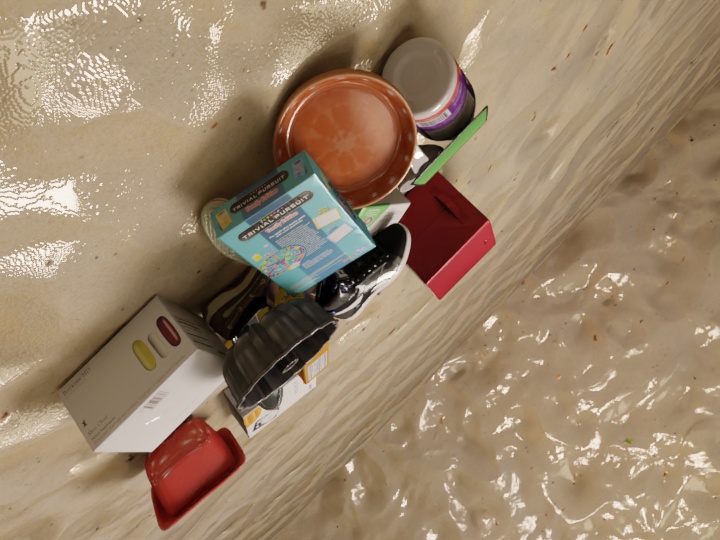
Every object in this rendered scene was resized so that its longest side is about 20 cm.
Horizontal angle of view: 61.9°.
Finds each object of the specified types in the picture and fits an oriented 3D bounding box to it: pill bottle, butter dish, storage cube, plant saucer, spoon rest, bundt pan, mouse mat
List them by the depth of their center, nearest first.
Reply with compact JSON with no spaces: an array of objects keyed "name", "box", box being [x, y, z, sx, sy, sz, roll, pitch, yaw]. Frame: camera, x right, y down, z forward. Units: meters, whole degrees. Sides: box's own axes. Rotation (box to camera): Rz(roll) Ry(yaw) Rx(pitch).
[{"name":"plant saucer","box":[-0.021,-0.175,0.817,0.196,0.033,0.203,-6,129,-7]},{"name":"bundt pan","box":[-0.129,0.117,0.912,0.201,0.076,0.202,-41,169,-10]},{"name":"pill bottle","box":[0.114,-0.263,0.914,0.112,0.111,0.199,-49,162,13]},{"name":"spoon rest","box":[0.086,-0.171,0.942,0.099,0.061,0.200,-43,164,9]},{"name":"mouse mat","box":[0.148,-0.196,0.975,0.161,0.008,0.200,-45,178,14]},{"name":"butter dish","box":[-0.351,0.364,1.182,0.199,0.149,0.199,-36,-159,-17]},{"name":"storage cube","box":[0.163,-0.070,1.275,0.180,0.171,0.200,-44,159,2]}]

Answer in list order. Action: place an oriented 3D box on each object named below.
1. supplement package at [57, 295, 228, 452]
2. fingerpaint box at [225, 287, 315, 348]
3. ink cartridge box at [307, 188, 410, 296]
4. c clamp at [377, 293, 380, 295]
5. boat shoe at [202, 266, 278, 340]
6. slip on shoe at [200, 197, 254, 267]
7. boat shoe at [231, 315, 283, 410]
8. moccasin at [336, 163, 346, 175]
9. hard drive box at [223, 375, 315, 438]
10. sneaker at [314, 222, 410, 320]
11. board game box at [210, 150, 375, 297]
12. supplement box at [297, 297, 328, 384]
[{"name":"supplement package","box":[-0.313,0.162,0.907,0.200,0.111,0.156,-45,160,-3]},{"name":"fingerpaint box","box":[-0.153,0.118,1.174,0.200,0.073,0.167,-46,160,2]},{"name":"ink cartridge box","box":[-0.023,-0.064,1.062,0.145,0.084,0.201,-14,144,-53]},{"name":"c clamp","box":[-0.014,0.054,1.156,0.198,0.027,0.172,-31,159,-27]},{"name":"boat shoe","box":[-0.163,0.036,0.997,0.202,0.075,0.075,-44,159,-11]},{"name":"slip on shoe","box":[-0.162,-0.052,0.874,0.073,0.062,0.200,-34,148,13]},{"name":"boat shoe","box":[-0.185,0.164,1.056,0.071,0.204,0.062,-17,-165,-6]},{"name":"moccasin","box":[0.008,-0.175,0.942,0.200,0.073,0.079,-3,121,-55]},{"name":"hard drive box","box":[-0.199,0.267,1.357,0.199,0.077,0.157,-37,158,-21]},{"name":"sneaker","box":[0.000,0.000,1.008,0.201,0.073,0.111,-54,149,12]},{"name":"board game box","box":[-0.085,-0.055,0.825,0.149,0.047,0.200,-31,146,9]},{"name":"supplement box","box":[-0.101,0.135,1.107,0.068,0.066,0.201,-37,158,-25]}]
